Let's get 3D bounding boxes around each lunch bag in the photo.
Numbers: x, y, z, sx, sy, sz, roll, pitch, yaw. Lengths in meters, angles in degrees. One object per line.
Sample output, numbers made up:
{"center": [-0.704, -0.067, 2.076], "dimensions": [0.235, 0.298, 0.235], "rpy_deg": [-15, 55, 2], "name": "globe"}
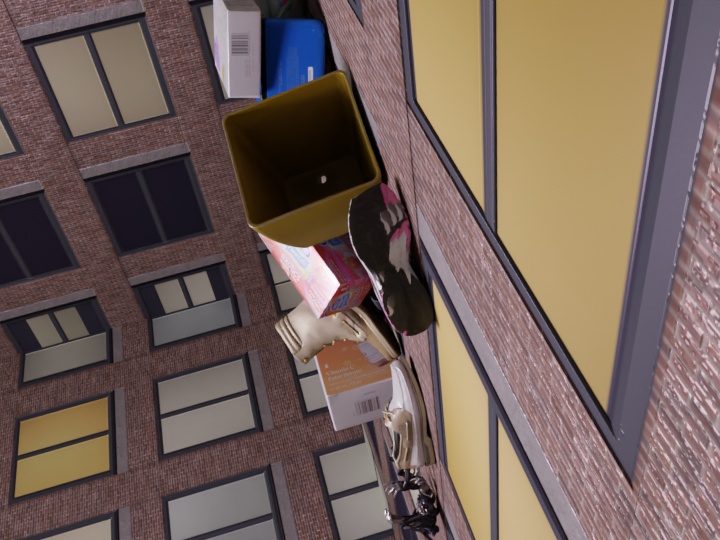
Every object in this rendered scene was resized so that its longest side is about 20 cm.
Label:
{"center": [-0.167, -0.497, 1.522], "dimensions": [0.171, 0.121, 0.202], "rpy_deg": [91, 168, -67], "name": "lunch bag"}

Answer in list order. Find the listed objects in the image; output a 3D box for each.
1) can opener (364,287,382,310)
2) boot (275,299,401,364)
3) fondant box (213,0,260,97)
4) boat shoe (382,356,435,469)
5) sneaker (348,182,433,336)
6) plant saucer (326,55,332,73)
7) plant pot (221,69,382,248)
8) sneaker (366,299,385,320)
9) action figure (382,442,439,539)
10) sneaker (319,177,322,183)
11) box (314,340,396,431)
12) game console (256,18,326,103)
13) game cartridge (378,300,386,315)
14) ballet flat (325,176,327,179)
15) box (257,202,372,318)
{"center": [0.000, 0.000, 1.456], "dimensions": [0.200, 0.063, 0.079], "rpy_deg": [-115, 11, -58], "name": "can opener"}
{"center": [-0.040, 0.120, 1.428], "dimensions": [0.200, 0.155, 0.073], "rpy_deg": [45, -168, -3], "name": "boot"}
{"center": [-0.214, -0.396, 1.369], "dimensions": [0.200, 0.058, 0.145], "rpy_deg": [-117, 27, -57], "name": "fondant box"}
{"center": [0.074, 0.248, 1.354], "dimensions": [0.075, 0.068, 0.202], "rpy_deg": [-131, 27, -76], "name": "boat shoe"}
{"center": [0.033, -0.011, 1.050], "dimensions": [0.086, 0.080, 0.202], "rpy_deg": [145, 110, -85], "name": "sneaker"}
{"center": [-0.119, -0.327, 1.420], "dimensions": [0.200, 0.032, 0.202], "rpy_deg": [20, 117, 45], "name": "plant saucer"}
{"center": [-0.071, -0.146, 1.217], "dimensions": [0.177, 0.199, 0.201], "rpy_deg": [59, -168, -65], "name": "plant pot"}
{"center": [-0.002, 0.023, 1.542], "dimensions": [0.107, 0.074, 0.201], "rpy_deg": [91, 154, -56], "name": "sneaker"}
{"center": [0.090, 0.415, 1.467], "dimensions": [0.119, 0.101, 0.202], "rpy_deg": [-102, 1, -76], "name": "action figure"}
{"center": [-0.124, -0.154, 1.468], "dimensions": [0.112, 0.071, 0.201], "rpy_deg": [42, 147, 32], "name": "sneaker"}
{"center": [-0.008, 0.193, 1.587], "dimensions": [0.201, 0.151, 0.107], "rpy_deg": [-113, 9, -49], "name": "box"}
{"center": [-0.125, -0.334, 1.385], "dimensions": [0.118, 0.169, 0.202], "rpy_deg": [-46, -41, -66], "name": "game console"}
{"center": [0.046, 0.014, 1.199], "dimensions": [0.200, 0.041, 0.134], "rpy_deg": [-126, 25, -75], "name": "game cartridge"}
{"center": [-0.019, -0.140, 1.379], "dimensions": [0.063, 0.068, 0.201], "rpy_deg": [41, -157, -44], "name": "ballet flat"}
{"center": [-0.072, -0.032, 1.344], "dimensions": [0.200, 0.102, 0.095], "rpy_deg": [54, 134, 22], "name": "box"}
